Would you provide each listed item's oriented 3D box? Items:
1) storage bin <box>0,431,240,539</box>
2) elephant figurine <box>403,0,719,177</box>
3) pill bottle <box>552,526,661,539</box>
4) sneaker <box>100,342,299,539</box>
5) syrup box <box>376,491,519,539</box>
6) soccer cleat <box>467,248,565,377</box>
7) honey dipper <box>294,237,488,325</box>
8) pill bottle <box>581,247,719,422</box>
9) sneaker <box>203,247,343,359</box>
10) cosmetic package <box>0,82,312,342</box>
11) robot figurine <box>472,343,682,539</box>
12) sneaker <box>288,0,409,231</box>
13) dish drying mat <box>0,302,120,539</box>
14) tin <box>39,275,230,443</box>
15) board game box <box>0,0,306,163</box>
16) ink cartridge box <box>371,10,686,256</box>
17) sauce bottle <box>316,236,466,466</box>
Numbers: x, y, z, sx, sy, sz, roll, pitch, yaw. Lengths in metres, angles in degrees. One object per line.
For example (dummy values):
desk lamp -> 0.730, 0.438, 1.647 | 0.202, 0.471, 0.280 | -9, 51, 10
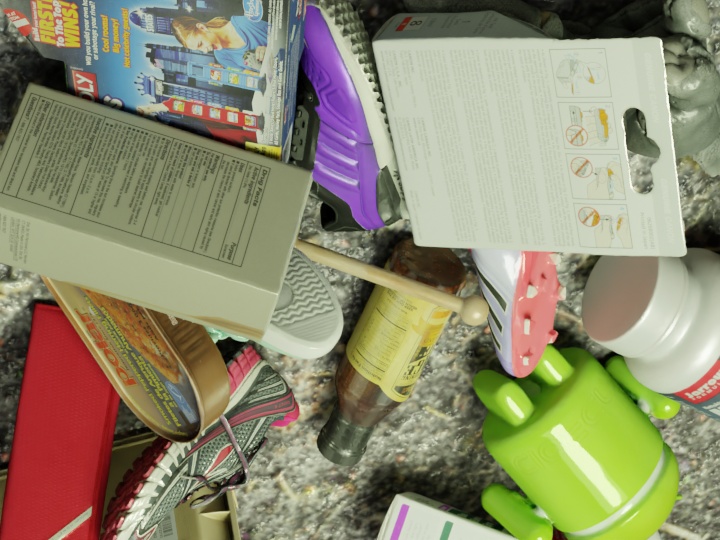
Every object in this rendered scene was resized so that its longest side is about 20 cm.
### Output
storage bin -> -0.186, 0.236, 1.289 | 0.196, 0.201, 0.094 | -14, 130, -2
elephant figurine -> 0.146, -0.134, 1.153 | 0.198, 0.157, 0.141 | -11, 172, 9
pill bottle -> 0.178, 0.284, 1.465 | 0.198, 0.113, 0.113 | -23, 128, 5
sneaker -> -0.122, 0.148, 1.250 | 0.075, 0.081, 0.200 | 43, 67, -9
syrup box -> 0.112, 0.255, 1.381 | 0.198, 0.079, 0.082 | 20, 87, 11
soccer cleat -> 0.106, -0.014, 1.241 | 0.067, 0.076, 0.202 | -38, 132, -42
honey dipper -> 0.000, 0.000, 1.215 | 0.198, 0.038, 0.038 | 20, 123, 0
pill bottle -> 0.277, 0.051, 1.309 | 0.199, 0.120, 0.120 | 24, 118, -27
sneaker -> -0.091, 0.033, 1.188 | 0.074, 0.200, 0.119 | -36, 143, -36
cosmetic package -> -0.141, -0.037, 1.084 | 0.198, 0.106, 0.071 | 19, 148, -4
robot figurine -> 0.179, 0.145, 1.339 | 0.175, 0.116, 0.200 | -45, 104, -10
sneaker -> -0.027, -0.101, 1.158 | 0.099, 0.070, 0.201 | -17, 127, 8
dish drying mat -> -0.221, 0.129, 1.229 | 0.076, 0.202, 0.018 | 12, 166, -20
tin -> -0.165, 0.031, 1.176 | 0.112, 0.042, 0.201 | -24, 101, 51
board game box -> -0.138, -0.150, 1.078 | 0.198, 0.062, 0.201 | 13, 142, 4
ink cartridge box -> 0.116, -0.092, 1.094 | 0.198, 0.050, 0.164 | 2, 123, 25
sauce bottle -> 0.019, 0.068, 1.300 | 0.065, 0.066, 0.201 | 11, 125, -20
